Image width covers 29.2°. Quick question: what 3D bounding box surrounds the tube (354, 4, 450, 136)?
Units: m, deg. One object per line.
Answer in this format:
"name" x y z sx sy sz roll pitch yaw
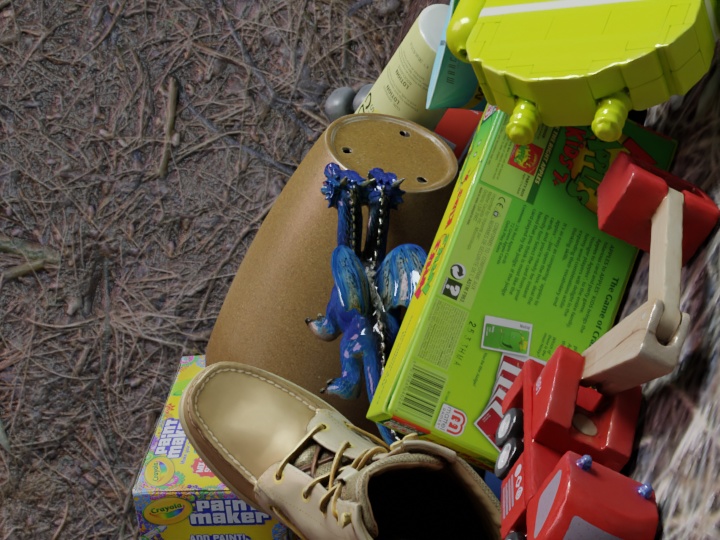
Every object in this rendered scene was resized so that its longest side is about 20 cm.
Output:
"tube" 0.024 -0.104 0.988 0.200 0.051 0.059 126 158 -50

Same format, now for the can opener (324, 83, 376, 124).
"can opener" 0.031 -0.065 1.103 0.052 0.201 0.067 -4 41 32

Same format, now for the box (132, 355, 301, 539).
"box" -0.102 0.204 1.167 0.201 0.120 0.195 -80 -14 -61

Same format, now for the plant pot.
"plant pot" 0.000 0.000 0.962 0.187 0.184 0.202 -76 3 -55

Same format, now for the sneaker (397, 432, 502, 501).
"sneaker" 0.015 0.182 0.820 0.070 0.077 0.202 -107 41 -79

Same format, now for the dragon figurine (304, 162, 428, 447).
"dragon figurine" 0.008 0.020 0.795 0.201 0.058 0.100 -106 21 -49

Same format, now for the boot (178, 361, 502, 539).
"boot" -0.009 0.105 0.699 0.073 0.200 0.156 -48 -6 -15

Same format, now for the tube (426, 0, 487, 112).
"tube" 0.080 -0.129 0.860 0.200 0.050 0.078 -1 -80 -68

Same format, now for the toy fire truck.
"toy fire truck" 0.114 0.048 0.626 0.201 0.048 0.142 -80 16 -60

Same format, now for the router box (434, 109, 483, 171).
"router box" 0.113 -0.172 1.088 0.181 0.049 0.200 -61 -9 16

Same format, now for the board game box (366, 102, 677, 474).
"board game box" 0.088 0.004 0.745 0.048 0.101 0.202 144 149 -75

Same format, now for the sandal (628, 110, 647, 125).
"sandal" 0.127 -0.075 0.860 0.200 0.075 0.043 99 -170 -75

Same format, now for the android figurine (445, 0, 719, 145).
"android figurine" 0.128 -0.140 0.710 0.041 0.180 0.201 59 -138 -40
